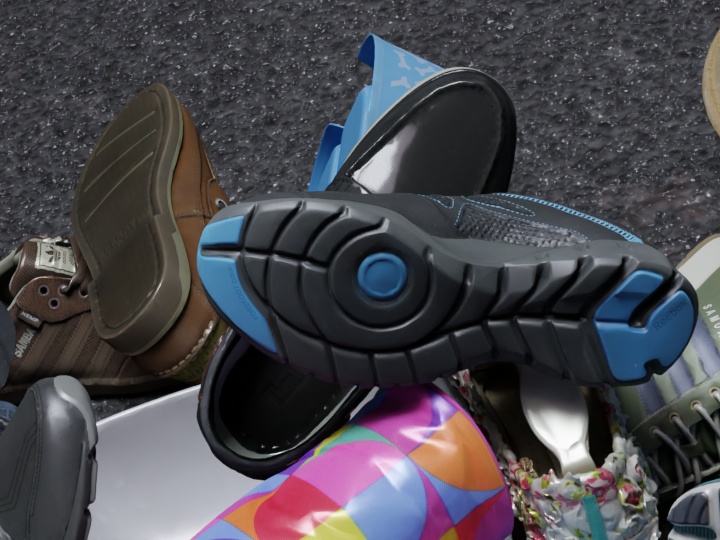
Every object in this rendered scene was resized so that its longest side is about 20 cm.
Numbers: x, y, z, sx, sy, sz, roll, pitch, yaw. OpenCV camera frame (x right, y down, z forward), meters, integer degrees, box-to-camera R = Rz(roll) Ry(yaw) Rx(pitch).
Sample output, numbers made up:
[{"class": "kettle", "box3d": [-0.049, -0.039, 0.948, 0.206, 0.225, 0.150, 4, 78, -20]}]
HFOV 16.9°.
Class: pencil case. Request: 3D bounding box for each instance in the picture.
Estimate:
[{"class": "pencil case", "box3d": [-0.034, 0.123, 0.954, 0.200, 0.089, 0.088, -33, 43, -21]}]

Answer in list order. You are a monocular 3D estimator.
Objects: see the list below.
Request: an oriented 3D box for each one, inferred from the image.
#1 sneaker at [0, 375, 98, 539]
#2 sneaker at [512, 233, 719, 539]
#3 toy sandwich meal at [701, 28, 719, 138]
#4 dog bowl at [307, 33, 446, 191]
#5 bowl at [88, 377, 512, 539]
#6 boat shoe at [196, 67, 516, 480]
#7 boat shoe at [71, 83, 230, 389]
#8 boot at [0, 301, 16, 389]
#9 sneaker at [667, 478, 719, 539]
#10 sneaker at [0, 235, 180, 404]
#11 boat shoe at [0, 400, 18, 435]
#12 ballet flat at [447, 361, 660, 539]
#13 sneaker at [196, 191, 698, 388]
[{"class": "sneaker", "box3d": [-0.171, 0.132, 1.022, 0.079, 0.201, 0.075, 19, 14, -21]}, {"class": "sneaker", "box3d": [0.153, 0.057, 1.081, 0.090, 0.067, 0.200, 14, 46, 39]}, {"class": "toy sandwich meal", "box3d": [0.263, -0.092, 1.217, 0.204, 0.070, 0.206, -8, 46, 9]}, {"class": "dog bowl", "box3d": [0.007, -0.032, 1.153, 0.049, 0.200, 0.112, 11, 66, -7]}, {"class": "bowl", "box3d": [-0.032, 0.134, 1.059, 0.199, 0.075, 0.200, -18, 39, 0]}, {"class": "boat shoe", "box3d": [0.002, 0.002, 1.027, 0.074, 0.063, 0.202, 36, 89, 1]}, {"class": "boat shoe", "box3d": [-0.094, -0.013, 1.187, 0.072, 0.068, 0.200, -39, 31, 24]}, {"class": "boot", "box3d": [-0.254, 0.073, 1.097, 0.165, 0.066, 0.200, -49, 21, -24]}, {"class": "sneaker", "box3d": [0.222, 0.101, 0.961, 0.199, 0.078, 0.080, -5, 22, 13]}, {"class": "sneaker", "box3d": [-0.139, 0.018, 1.226, 0.199, 0.076, 0.071, -14, 40, 5]}, {"class": "boat shoe", "box3d": [-0.234, 0.129, 1.127, 0.200, 0.075, 0.062, -41, 16, 10]}, {"class": "ballet flat", "box3d": [0.076, 0.044, 1.029, 0.075, 0.064, 0.200, -23, 42, -4]}, {"class": "sneaker", "box3d": [0.031, 0.004, 0.977, 0.199, 0.074, 0.082, 9, 21, -10]}]
